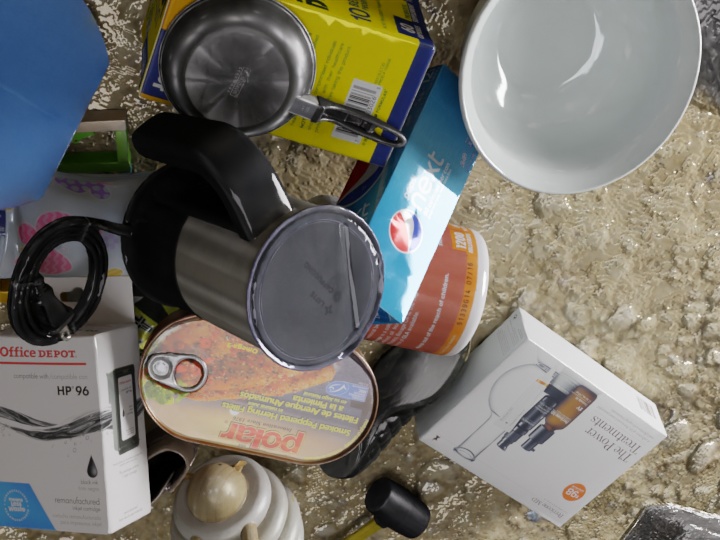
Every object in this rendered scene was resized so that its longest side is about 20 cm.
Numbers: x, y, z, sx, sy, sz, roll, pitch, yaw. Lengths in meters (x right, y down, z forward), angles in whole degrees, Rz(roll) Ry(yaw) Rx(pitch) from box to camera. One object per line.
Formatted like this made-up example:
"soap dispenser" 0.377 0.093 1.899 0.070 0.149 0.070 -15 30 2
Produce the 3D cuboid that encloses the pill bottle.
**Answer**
"pill bottle" 0.000 0.000 1.203 0.197 0.113 0.113 12 122 -16

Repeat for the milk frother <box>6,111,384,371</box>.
"milk frother" -0.123 0.008 1.015 0.180 0.187 0.201 45 75 -36

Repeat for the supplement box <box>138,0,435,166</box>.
"supplement box" -0.058 -0.174 1.076 0.197 0.109 0.110 14 122 -17

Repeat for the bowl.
"bowl" 0.157 -0.170 1.113 0.198 0.091 0.204 -7 118 -13

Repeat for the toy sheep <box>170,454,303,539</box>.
"toy sheep" -0.114 0.252 1.348 0.136 0.139 0.201 -15 135 2

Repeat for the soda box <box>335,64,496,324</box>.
"soda box" 0.031 -0.059 1.122 0.068 0.202 0.064 37 155 -29

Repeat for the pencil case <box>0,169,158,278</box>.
"pencil case" -0.204 -0.040 1.128 0.198 0.083 0.092 0 87 -30

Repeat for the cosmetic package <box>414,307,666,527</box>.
"cosmetic package" 0.172 0.145 1.366 0.199 0.052 0.151 33 117 -26

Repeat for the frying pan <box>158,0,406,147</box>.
"frying pan" -0.064 -0.118 1.033 0.114 0.031 0.190 -35 119 18

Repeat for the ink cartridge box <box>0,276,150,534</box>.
"ink cartridge box" -0.242 0.106 1.168 0.114 0.068 0.203 -1 96 24

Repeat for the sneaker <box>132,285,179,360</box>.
"sneaker" -0.188 0.061 1.227 0.198 0.077 0.075 -25 155 17

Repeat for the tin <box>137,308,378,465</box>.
"tin" -0.084 0.093 1.166 0.197 0.042 0.114 14 101 -12

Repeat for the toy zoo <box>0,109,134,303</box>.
"toy zoo" -0.253 -0.039 1.195 0.129 0.021 0.202 -2 124 -7

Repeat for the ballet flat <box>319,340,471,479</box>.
"ballet flat" 0.028 0.116 1.335 0.066 0.057 0.200 43 106 -1

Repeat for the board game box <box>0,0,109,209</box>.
"board game box" -0.284 -0.142 1.060 0.157 0.039 0.202 30 71 -22

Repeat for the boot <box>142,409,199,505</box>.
"boot" -0.148 0.120 1.240 0.070 0.147 0.201 31 116 -11

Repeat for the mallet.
"mallet" -0.025 0.274 1.436 0.199 0.041 0.066 -32 124 18
